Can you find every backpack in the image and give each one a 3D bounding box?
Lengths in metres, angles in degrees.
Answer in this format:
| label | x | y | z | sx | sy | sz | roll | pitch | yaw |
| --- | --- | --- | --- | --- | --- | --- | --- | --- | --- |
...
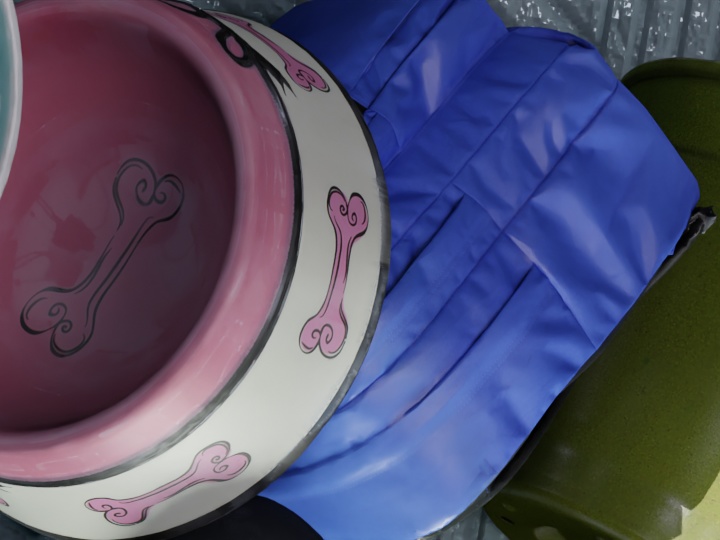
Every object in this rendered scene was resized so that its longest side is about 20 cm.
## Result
| label | x | y | z | sx | sy | sz | roll | pitch | yaw |
| --- | --- | --- | --- | --- | --- | --- | --- | --- | --- |
| backpack | 0.000 | 0.000 | 1.039 | 0.168 | 0.162 | 0.200 | 45 | 62 | -21 |

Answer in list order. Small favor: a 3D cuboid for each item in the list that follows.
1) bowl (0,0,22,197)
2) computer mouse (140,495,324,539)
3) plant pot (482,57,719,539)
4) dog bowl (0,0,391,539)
| label | x | y | z | sx | sy | sz | roll | pitch | yaw |
| --- | --- | --- | --- | --- | --- | --- | --- | --- | --- |
| bowl | -0.223 | -0.065 | 0.889 | 0.201 | 0.105 | 0.201 | -3 | 97 | -25 |
| computer mouse | -0.099 | 0.115 | 0.986 | 0.140 | 0.200 | 0.046 | -19 | 94 | -26 |
| plant pot | 0.150 | 0.047 | 1.132 | 0.200 | 0.200 | 0.193 | 43 | 71 | -34 |
| dog bowl | -0.094 | -0.009 | 0.941 | 0.074 | 0.200 | 0.200 | 32 | 79 | -61 |
